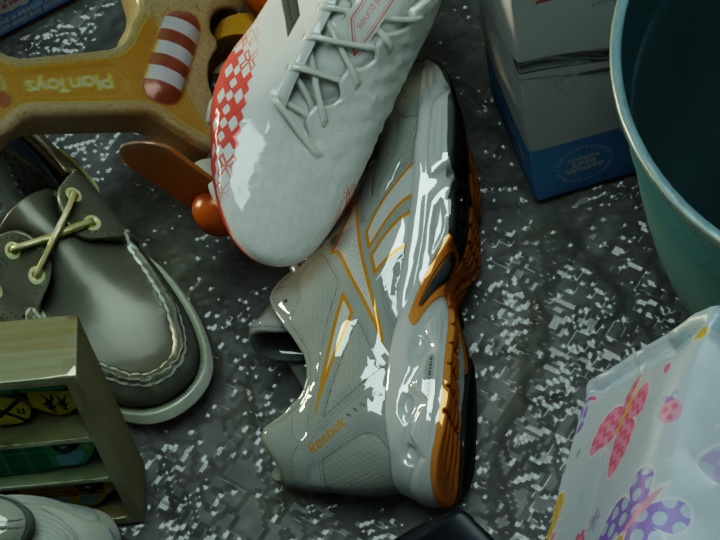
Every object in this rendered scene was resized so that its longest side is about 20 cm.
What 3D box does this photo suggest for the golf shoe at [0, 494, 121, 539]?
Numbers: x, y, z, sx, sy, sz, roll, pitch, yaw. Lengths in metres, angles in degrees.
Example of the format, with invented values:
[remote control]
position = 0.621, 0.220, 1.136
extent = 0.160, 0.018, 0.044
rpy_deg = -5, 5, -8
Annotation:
[golf shoe]
position = -0.181, 0.133, 0.898
extent = 0.199, 0.097, 0.079
rpy_deg = -14, 87, 26

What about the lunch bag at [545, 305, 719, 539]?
[lunch bag]
position = 0.160, 0.138, 0.801
extent = 0.199, 0.127, 0.171
rpy_deg = 23, 64, -11

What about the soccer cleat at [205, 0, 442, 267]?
[soccer cleat]
position = -0.005, -0.098, 0.920
extent = 0.068, 0.085, 0.201
rpy_deg = 29, 67, -22

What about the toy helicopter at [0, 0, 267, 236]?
[toy helicopter]
position = -0.088, -0.066, 0.962
extent = 0.198, 0.079, 0.133
rpy_deg = -6, 72, -27

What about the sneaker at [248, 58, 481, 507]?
[sneaker]
position = 0.000, 0.000, 0.942
extent = 0.091, 0.076, 0.201
rpy_deg = -3, 58, 12

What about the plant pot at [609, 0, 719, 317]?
[plant pot]
position = 0.197, -0.029, 0.858
extent = 0.198, 0.188, 0.202
rpy_deg = -4, 59, 7

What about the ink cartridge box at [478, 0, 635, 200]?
[ink cartridge box]
position = 0.106, -0.122, 0.920
extent = 0.115, 0.200, 0.067
rpy_deg = -17, 58, -1

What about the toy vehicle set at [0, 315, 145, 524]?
[toy vehicle set]
position = -0.192, 0.068, 0.899
extent = 0.198, 0.125, 0.027
rpy_deg = -6, 58, 6

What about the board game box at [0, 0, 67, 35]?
[board game box]
position = -0.156, -0.197, 1.103
extent = 0.199, 0.037, 0.152
rpy_deg = -29, 60, -8

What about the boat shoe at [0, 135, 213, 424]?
[boat shoe]
position = -0.139, -0.014, 0.977
extent = 0.072, 0.060, 0.202
rpy_deg = -39, 61, -14

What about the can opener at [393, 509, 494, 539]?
[can opener]
position = -0.014, 0.177, 0.841
extent = 0.200, 0.063, 0.079
rpy_deg = -41, 79, -17
